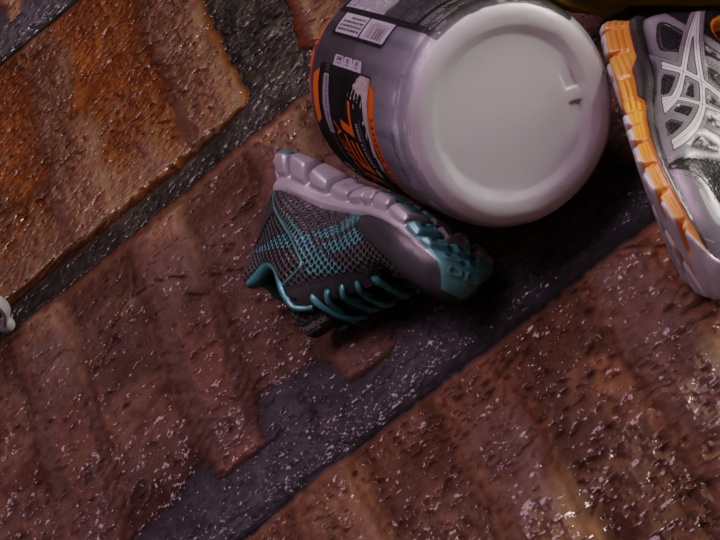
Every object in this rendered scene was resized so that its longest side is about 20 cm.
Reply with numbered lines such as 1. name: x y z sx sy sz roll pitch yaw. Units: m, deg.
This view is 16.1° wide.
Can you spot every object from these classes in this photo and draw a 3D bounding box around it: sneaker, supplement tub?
1. sneaker: 0.174 -0.068 1.284 0.077 0.078 0.201 -16 45 7
2. supplement tub: 0.046 -0.097 1.389 0.123 0.123 0.200 -47 20 -5
3. sneaker: 0.000 0.000 1.413 0.200 0.077 0.092 25 89 59

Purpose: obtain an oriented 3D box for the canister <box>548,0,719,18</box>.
1. canister: 0.177 -0.213 1.371 0.200 0.086 0.150 10 89 58

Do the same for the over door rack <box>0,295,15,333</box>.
1. over door rack: -0.332 0.084 1.651 0.199 0.067 0.148 -1 49 20
